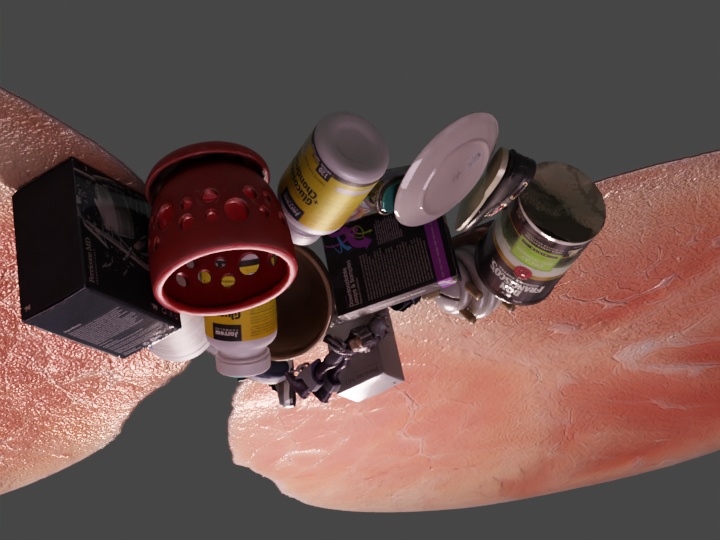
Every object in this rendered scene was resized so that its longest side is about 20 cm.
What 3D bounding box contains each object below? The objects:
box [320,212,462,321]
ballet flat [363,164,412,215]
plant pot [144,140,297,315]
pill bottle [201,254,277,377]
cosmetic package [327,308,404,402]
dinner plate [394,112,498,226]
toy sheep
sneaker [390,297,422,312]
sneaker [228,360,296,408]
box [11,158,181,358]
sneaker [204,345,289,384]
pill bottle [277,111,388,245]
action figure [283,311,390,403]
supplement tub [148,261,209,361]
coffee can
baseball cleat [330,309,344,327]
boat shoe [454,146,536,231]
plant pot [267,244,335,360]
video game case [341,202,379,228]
[{"bbox_3d":[0.045,-0.019,1.767,0.197,0.145,0.036,-18,154,13],"label":"box"},{"bbox_3d":[0.071,-0.129,1.687,0.199,0.073,0.072,-17,164,-46],"label":"ballet flat"},{"bbox_3d":[-0.194,-0.061,1.579,0.197,0.185,0.201,-9,153,-5],"label":"plant pot"},{"bbox_3d":[-0.182,0.051,1.749,0.110,0.203,0.113,-2,-164,1],"label":"pill bottle"},{"bbox_3d":[-0.002,0.108,1.965,0.101,0.203,0.071,-26,150,25],"label":"cosmetic package"},{"bbox_3d":[0.129,-0.137,1.647,0.199,0.024,0.201,-36,153,-21],"label":"dinner plate"},{"bbox_3d":[0.185,0.021,1.952,0.198,0.139,0.138,-10,157,-36],"label":"toy sheep"},{"bbox_3d":[0.085,0.032,1.981,0.198,0.079,0.070,3,153,-41],"label":"sneaker"},{"bbox_3d":[-0.177,0.175,2.048,0.119,0.201,0.085,-6,121,-6],"label":"sneaker"},{"bbox_3d":[-0.360,-0.011,1.585,0.123,0.203,0.196,-26,151,24],"label":"box"},{"bbox_3d":[-0.198,0.109,1.947,0.198,0.070,0.109,29,134,0],"label":"sneaker"},{"bbox_3d":[-0.049,-0.120,1.606,0.111,0.113,0.200,3,149,-28],"label":"pill bottle"},{"bbox_3d":[-0.027,0.130,1.858,0.200,0.070,0.129,-44,157,23],"label":"action figure"},{"bbox_3d":[-0.299,0.046,1.797,0.130,0.134,0.201,-11,152,-2],"label":"supplement tub"},{"bbox_3d":[0.281,-0.056,1.835,0.144,0.148,0.201,-2,151,-19],"label":"coffee can"},{"bbox_3d":[0.000,0.000,1.878,0.200,0.107,0.070,-43,116,4],"label":"baseball cleat"},{"bbox_3d":[0.199,-0.112,1.755,0.062,0.075,0.202,17,148,-13],"label":"boat shoe"},{"bbox_3d":[-0.130,0.032,1.840,0.199,0.203,0.093,-22,-169,19],"label":"plant pot"},{"bbox_3d":[0.018,-0.075,1.827,0.142,0.018,0.199,-26,150,23],"label":"video game case"}]
